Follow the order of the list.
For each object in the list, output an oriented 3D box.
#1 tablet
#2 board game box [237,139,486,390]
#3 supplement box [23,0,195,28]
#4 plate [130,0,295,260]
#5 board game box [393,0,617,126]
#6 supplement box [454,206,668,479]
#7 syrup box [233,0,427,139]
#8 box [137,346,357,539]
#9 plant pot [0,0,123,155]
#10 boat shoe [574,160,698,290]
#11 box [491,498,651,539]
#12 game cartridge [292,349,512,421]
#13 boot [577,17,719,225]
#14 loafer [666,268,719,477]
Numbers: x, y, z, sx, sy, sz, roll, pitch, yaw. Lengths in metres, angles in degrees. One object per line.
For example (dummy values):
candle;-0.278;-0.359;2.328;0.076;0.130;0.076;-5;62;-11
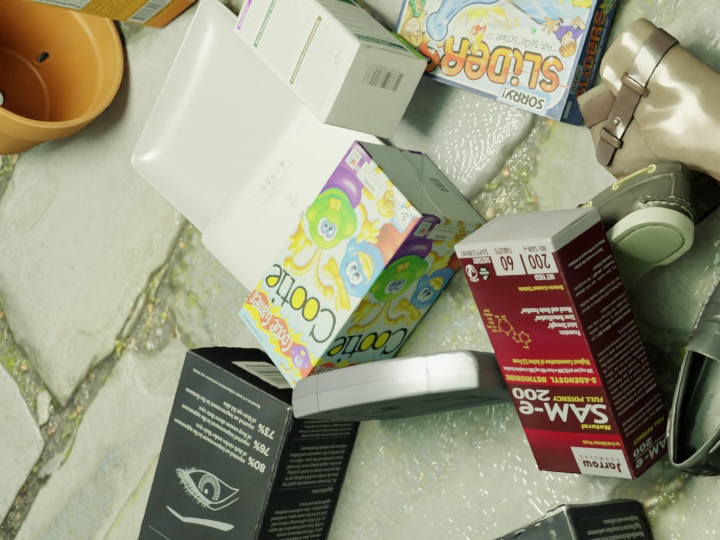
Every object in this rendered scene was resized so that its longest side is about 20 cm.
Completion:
tablet;-0.057;-0.062;1.405;0.130;0.014;0.201;43;113;14
board game box;0.000;0.000;1.322;0.105;0.103;0.201;49;117;30
supplement box;-0.261;-0.298;1.494;0.068;0.199;0.067;-28;70;34
plate;-0.128;-0.140;1.483;0.200;0.032;0.201;41;112;34
board game box;0.120;-0.215;1.279;0.199;0.034;0.137;23;102;39
supplement box;0.158;0.057;1.150;0.108;0.061;0.202;-4;113;52
syrup box;-0.031;-0.203;1.346;0.200;0.078;0.082;50;122;46
box;-0.105;0.191;1.397;0.147;0.104;0.202;25;103;37
plant pot;-0.371;-0.213;1.601;0.140;0.198;0.202;-36;65;51
boat shoe;0.192;-0.025;1.174;0.201;0.071;0.061;-33;41;57
box;0.145;0.308;1.173;0.196;0.117;0.202;-30;68;34
game cartridge;0.045;0.098;1.259;0.199;0.133;0.041;-13;79;38
boot;0.252;-0.130;1.130;0.147;0.070;0.200;55;131;13
loafer;0.277;0.058;1.110;0.068;0.070;0.203;22;101;38
